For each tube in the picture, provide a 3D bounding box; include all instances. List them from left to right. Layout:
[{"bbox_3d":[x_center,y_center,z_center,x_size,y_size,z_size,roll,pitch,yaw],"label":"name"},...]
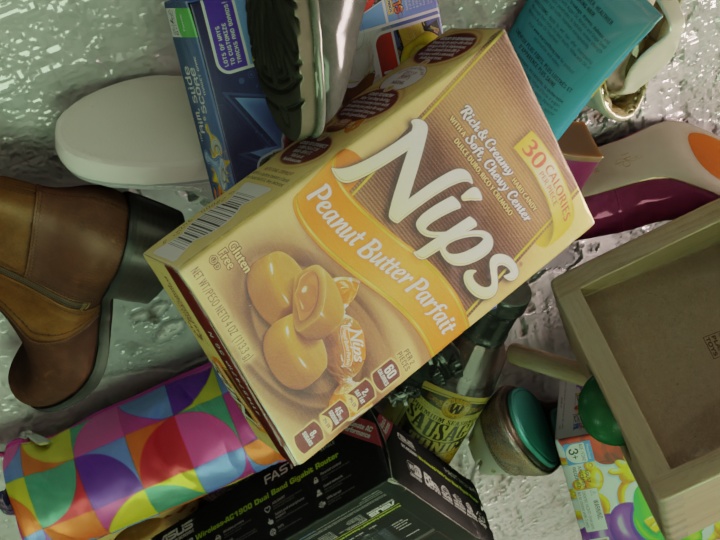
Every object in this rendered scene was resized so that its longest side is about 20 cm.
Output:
[{"bbox_3d":[0.094,-0.096,0.787,0.050,0.078,0.201,-23,154,-45],"label":"tube"}]

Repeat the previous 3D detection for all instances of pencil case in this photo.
[{"bbox_3d":[-0.141,0.119,0.894,0.198,0.089,0.089,-20,142,-6],"label":"pencil case"}]

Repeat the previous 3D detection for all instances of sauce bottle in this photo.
[{"bbox_3d":[0.061,0.079,0.970,0.065,0.066,0.201,-1,135,-27],"label":"sauce bottle"}]

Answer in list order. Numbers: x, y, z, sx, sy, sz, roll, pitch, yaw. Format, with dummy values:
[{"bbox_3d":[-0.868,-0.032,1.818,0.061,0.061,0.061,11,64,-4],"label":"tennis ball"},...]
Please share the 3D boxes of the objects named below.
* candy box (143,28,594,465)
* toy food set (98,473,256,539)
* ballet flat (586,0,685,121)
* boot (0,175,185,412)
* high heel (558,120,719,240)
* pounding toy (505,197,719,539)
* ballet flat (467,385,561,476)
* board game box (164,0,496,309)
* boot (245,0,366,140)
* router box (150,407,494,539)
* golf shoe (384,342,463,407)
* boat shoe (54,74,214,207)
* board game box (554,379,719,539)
[{"bbox_3d":[0.009,-0.016,0.663,0.199,0.055,0.116,-37,114,-16],"label":"candy box"},{"bbox_3d":[-0.119,0.195,1.020,0.195,0.049,0.201,-14,140,-13],"label":"toy food set"},{"bbox_3d":[0.166,-0.166,0.743,0.069,0.070,0.201,-3,137,-24],"label":"ballet flat"},{"bbox_3d":[-0.221,0.005,0.736,0.198,0.069,0.188,15,145,-29],"label":"boot"},{"bbox_3d":[0.175,-0.043,0.889,0.198,0.068,0.096,0,141,-30],"label":"high heel"},{"bbox_3d":[0.206,0.063,0.874,0.198,0.186,0.142,-25,151,4],"label":"pounding toy"},{"bbox_3d":[0.121,0.130,1.032,0.067,0.069,0.200,-24,160,20],"label":"ballet flat"},{"bbox_3d":[-0.010,-0.055,0.698,0.134,0.034,0.203,-20,108,-24],"label":"board game box"},{"bbox_3d":[0.045,-0.160,0.642,0.198,0.072,0.185,-8,104,-24],"label":"boot"},{"bbox_3d":[-0.026,0.192,0.962,0.199,0.063,0.150,-32,138,16],"label":"router box"},{"bbox_3d":[0.000,0.000,0.822,0.077,0.095,0.201,-20,143,5],"label":"golf shoe"},{"bbox_3d":[-0.068,-0.065,0.741,0.198,0.072,0.069,-14,142,-27],"label":"boat shoe"},{"bbox_3d":[0.249,0.122,0.974,0.197,0.105,0.104,-13,110,16],"label":"board game box"}]
